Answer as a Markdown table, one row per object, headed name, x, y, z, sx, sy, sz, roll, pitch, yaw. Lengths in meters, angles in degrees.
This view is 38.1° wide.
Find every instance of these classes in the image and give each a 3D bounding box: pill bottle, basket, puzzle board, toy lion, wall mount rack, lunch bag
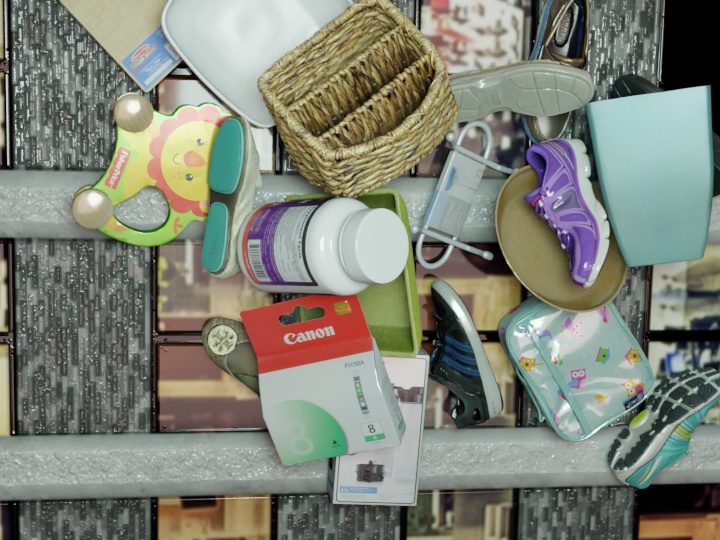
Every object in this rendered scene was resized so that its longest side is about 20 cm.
| name | x | y | z | sx | sy | sz | roll | pitch | yaw |
| --- | --- | --- | --- | --- | --- | --- | --- | --- | --- |
| pill bottle | -0.043 | -0.027 | 1.205 | 0.111 | 0.199 | 0.112 | -1 | 91 | -43 |
| basket | 0.006 | -0.198 | 1.212 | 0.200 | 0.143 | 0.149 | -38 | 135 | -16 |
| puzzle board | -0.241 | -0.339 | 1.273 | 0.200 | 0.017 | 0.151 | -44 | 101 | -4 |
| toy lion | -0.233 | -0.119 | 1.286 | 0.191 | 0.069 | 0.201 | 24 | 93 | -18 |
| wall mount rack | 0.120 | -0.094 | 1.299 | 0.173 | 0.074 | 0.201 | 17 | 95 | -44 |
| lunch bag | 0.281 | 0.120 | 1.374 | 0.160 | 0.077 | 0.201 | -33 | 98 | -4 |

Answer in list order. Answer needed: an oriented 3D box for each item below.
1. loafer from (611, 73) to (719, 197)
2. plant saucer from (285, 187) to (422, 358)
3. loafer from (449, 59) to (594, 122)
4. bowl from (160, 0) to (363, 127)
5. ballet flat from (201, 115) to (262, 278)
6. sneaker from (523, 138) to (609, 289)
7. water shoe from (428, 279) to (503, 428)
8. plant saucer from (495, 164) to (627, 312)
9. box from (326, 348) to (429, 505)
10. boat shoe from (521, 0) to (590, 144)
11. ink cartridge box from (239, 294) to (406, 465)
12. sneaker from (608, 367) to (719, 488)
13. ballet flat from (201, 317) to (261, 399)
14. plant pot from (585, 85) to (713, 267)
| name | x | y | z | sx | sy | sz | roll | pitch | yaw |
| --- | --- | --- | --- | --- | --- | --- | --- | --- | --- |
| loafer | 0.412 | -0.185 | 1.372 | 0.200 | 0.073 | 0.072 | 47 | 50 | -4 |
| plant saucer | 0.000 | 0.000 | 1.288 | 0.048 | 0.199 | 0.202 | -14 | 100 | -44 |
| loafer | 0.188 | -0.232 | 1.292 | 0.198 | 0.063 | 0.072 | -4 | 133 | 17 |
| bowl | -0.123 | -0.298 | 1.257 | 0.200 | 0.075 | 0.200 | -46 | 110 | -4 |
| ballet flat | -0.152 | -0.090 | 1.274 | 0.062 | 0.067 | 0.202 | -3 | 110 | -49 |
| sneaker | 0.244 | -0.068 | 1.272 | 0.083 | 0.081 | 0.201 | -4 | 62 | -12 |
| water shoe | 0.120 | 0.112 | 1.354 | 0.078 | 0.072 | 0.201 | -24 | 99 | -3 |
| plant saucer | 0.246 | -0.037 | 1.312 | 0.199 | 0.035 | 0.202 | 10 | 65 | -23 |
| box | 0.021 | 0.199 | 1.355 | 0.116 | 0.060 | 0.202 | 5 | 96 | -9 |
| boat shoe | 0.250 | -0.258 | 1.328 | 0.072 | 0.072 | 0.202 | 4 | 96 | -9 |
| ink cartridge box | -0.050 | 0.132 | 1.265 | 0.160 | 0.050 | 0.201 | -13 | 111 | 19 |
| sneaker | 0.422 | 0.213 | 1.420 | 0.200 | 0.078 | 0.080 | -46 | 120 | 4 |
| ballet flat | -0.123 | 0.137 | 1.334 | 0.067 | 0.046 | 0.200 | -43 | 101 | 0 |
| plant pot | 0.356 | -0.111 | 1.268 | 0.140 | 0.141 | 0.202 | -6 | 95 | 15 |
